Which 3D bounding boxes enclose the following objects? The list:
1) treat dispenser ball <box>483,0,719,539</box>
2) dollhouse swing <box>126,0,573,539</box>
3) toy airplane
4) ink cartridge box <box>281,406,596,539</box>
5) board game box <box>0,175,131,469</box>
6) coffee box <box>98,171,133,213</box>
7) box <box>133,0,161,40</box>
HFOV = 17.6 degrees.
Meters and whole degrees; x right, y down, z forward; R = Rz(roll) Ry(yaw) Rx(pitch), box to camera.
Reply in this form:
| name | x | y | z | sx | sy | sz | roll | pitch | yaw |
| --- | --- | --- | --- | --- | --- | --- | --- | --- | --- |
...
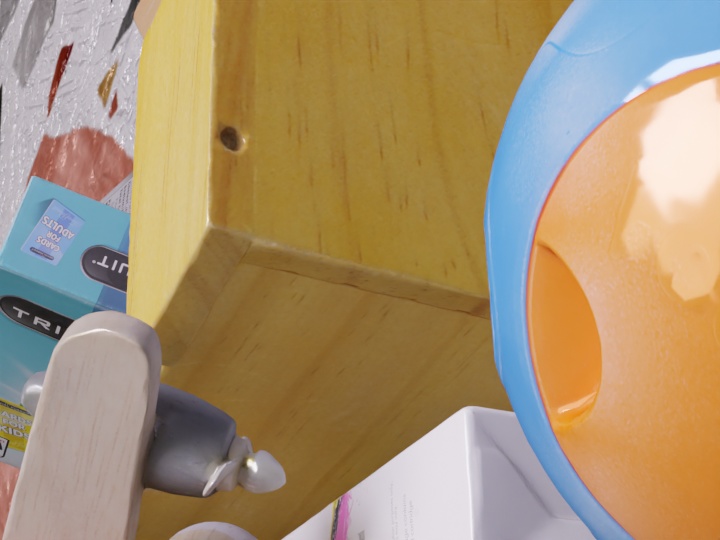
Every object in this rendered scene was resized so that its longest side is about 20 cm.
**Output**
| name | x | y | z | sx | sy | sz | roll | pitch | yaw |
| --- | --- | --- | --- | --- | --- | --- | --- | --- | --- |
| treat dispenser ball | 0.130 | -0.004 | 0.578 | 0.201 | 0.200 | 0.202 | -40 | 44 | 53 |
| dollhouse swing | 0.000 | 0.000 | 0.852 | 0.176 | 0.199 | 0.182 | -41 | 42 | 52 |
| toy airplane | -0.091 | 0.123 | 0.783 | 0.200 | 0.141 | 0.200 | -21 | 96 | 45 |
| ink cartridge box | 0.038 | 0.119 | 0.812 | 0.200 | 0.116 | 0.068 | -42 | 45 | 53 |
| board game box | -0.095 | 0.049 | 1.027 | 0.200 | 0.151 | 0.047 | 120 | 171 | -61 |
| coffee box | -0.081 | 0.017 | 1.117 | 0.200 | 0.114 | 0.080 | -33 | 48 | 55 |
| box | -0.004 | -0.117 | 0.996 | 0.153 | 0.106 | 0.200 | -60 | 26 | 16 |
